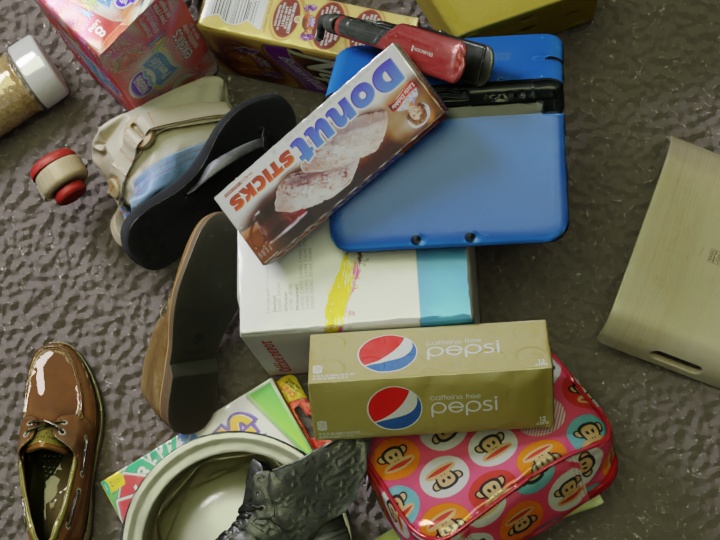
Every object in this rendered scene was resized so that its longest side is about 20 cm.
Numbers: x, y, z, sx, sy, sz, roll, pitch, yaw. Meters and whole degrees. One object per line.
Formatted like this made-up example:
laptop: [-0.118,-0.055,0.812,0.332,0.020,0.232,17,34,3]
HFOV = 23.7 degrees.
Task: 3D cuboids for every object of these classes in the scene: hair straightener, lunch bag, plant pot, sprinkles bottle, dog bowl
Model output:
hair straightener: [0.038,-0.186,1.442,0.199,0.077,0.041,17,101,44]
lunch bag: [0.100,0.148,1.459,0.199,0.082,0.176,-29,47,-9]
plant pot: [0.123,-0.299,1.551,0.199,0.200,0.178,-18,85,3]
sprinkles bottle: [-0.377,-0.144,1.634,0.199,0.068,0.068,-33,74,-1]
dog bowl: [-0.104,0.238,1.477,0.198,0.074,0.202,0,86,1]

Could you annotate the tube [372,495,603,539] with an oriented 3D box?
tube: [0.105,0.212,1.487,0.199,0.052,0.058,-26,112,-4]

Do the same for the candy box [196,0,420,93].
candy box: [-0.040,-0.207,1.579,0.198,0.117,0.057,12,78,11]

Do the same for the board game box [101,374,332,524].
board game box: [-0.124,0.180,1.538,0.199,0.030,0.096,-31,74,-3]

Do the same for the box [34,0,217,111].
box: [-0.212,-0.219,1.563,0.103,0.200,0.095,42,83,15]

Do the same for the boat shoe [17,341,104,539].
boat shoe: [-0.271,0.156,1.541,0.071,0.068,0.202,-10,73,7]

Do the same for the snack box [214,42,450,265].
snack box: [-0.024,-0.093,1.393,0.200,0.024,0.072,-40,82,16]

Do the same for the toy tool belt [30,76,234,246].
toy tool belt: [-0.185,-0.083,1.561,0.199,0.125,0.123,-28,79,-20]

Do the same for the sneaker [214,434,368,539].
sneaker: [-0.080,0.203,1.415,0.198,0.060,0.105,-16,88,-5]

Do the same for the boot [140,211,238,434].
boot: [-0.156,0.038,1.525,0.075,0.073,0.201,28,108,48]

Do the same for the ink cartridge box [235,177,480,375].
ink cartridge box: [0.000,0.000,1.503,0.198,0.147,0.147,-5,73,6]

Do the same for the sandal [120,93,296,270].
sandal: [-0.124,-0.073,1.523,0.200,0.076,0.043,-47,33,-13]

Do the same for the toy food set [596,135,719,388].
toy food set: [0.308,-0.006,1.516,0.143,0.060,0.201,21,80,1]

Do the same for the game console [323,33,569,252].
game console: [0.074,-0.111,1.444,0.198,0.171,0.119,-2,120,8]

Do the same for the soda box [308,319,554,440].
soda box: [0.058,0.090,1.406,0.198,0.064,0.068,-4,35,3]
